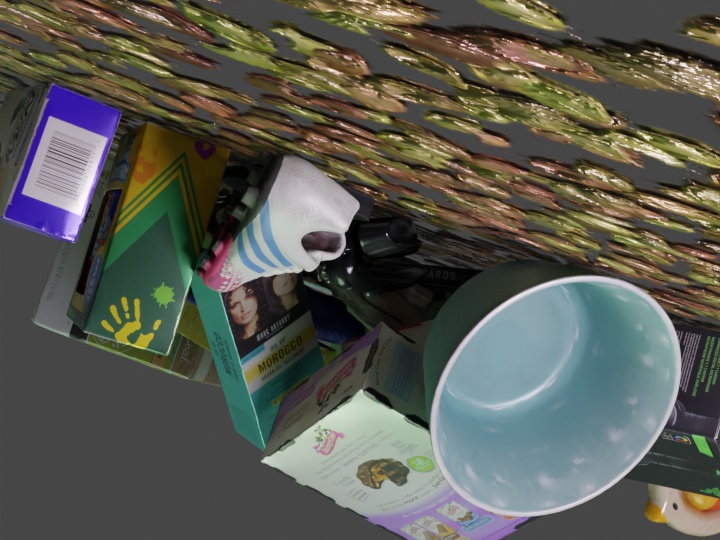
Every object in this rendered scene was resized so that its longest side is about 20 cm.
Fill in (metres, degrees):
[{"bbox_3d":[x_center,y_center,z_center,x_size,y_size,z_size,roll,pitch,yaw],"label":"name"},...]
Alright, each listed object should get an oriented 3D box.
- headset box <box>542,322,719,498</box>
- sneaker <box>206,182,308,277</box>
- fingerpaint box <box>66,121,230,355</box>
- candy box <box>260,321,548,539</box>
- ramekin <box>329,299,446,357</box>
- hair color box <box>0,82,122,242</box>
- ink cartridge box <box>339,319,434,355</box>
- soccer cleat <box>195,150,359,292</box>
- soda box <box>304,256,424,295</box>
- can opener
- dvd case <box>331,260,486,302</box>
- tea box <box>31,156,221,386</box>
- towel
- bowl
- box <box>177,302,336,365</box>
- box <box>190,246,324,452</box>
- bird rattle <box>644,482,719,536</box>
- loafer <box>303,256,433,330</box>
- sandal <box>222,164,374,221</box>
[{"bbox_3d":[0.238,0.112,1.294,0.199,0.093,0.174,10,159,25],"label":"headset box"},{"bbox_3d":[-0.110,-0.056,1.410,0.199,0.079,0.090,23,-165,11],"label":"sneaker"},{"bbox_3d":[-0.178,-0.027,1.254,0.073,0.167,0.200,17,178,-14],"label":"fingerpaint box"},{"bbox_3d":[0.046,0.148,1.275,0.200,0.072,0.168,32,141,-17],"label":"candy box"},{"bbox_3d":[0.061,0.103,1.534,0.199,0.098,0.200,5,162,2],"label":"ramekin"},{"bbox_3d":[-0.258,-0.087,1.240,0.065,0.110,0.200,21,176,-21],"label":"hair color box"},{"bbox_3d":[0.080,0.141,1.398,0.146,0.083,0.200,-14,133,13],"label":"ink cartridge box"},{"bbox_3d":[-0.062,-0.019,1.130,0.086,0.070,0.200,27,156,-8],"label":"soccer cleat"},{"bbox_3d":[-0.019,-0.005,1.596,0.200,0.064,0.068,21,176,-38],"label":"soda box"},{"bbox_3d":[0.018,-0.006,1.271,0.078,0.064,0.200,1,175,16],"label":"can opener"},{"bbox_3d":[0.048,0.035,1.528,0.150,0.025,0.200,5,162,5],"label":"dvd case"},{"bbox_3d":[-0.222,0.001,1.704,0.196,0.201,0.134,17,176,13],"label":"tea box"},{"bbox_3d":[-0.101,0.017,1.431,0.147,0.050,0.200,19,-179,40],"label":"towel"},{"bbox_3d":[0.127,0.073,1.156,0.200,0.201,0.105,21,-164,-28],"label":"bowl"},{"bbox_3d":[-0.106,0.067,1.500,0.075,0.050,0.200,19,-179,-34],"label":"box"},{"bbox_3d":[-0.083,0.057,1.318,0.049,0.082,0.200,31,146,40],"label":"box"},{"bbox_3d":[0.344,0.178,1.517,0.199,0.164,0.113,11,-174,-37],"label":"bird rattle"},{"bbox_3d":[0.000,0.000,1.364,0.072,0.063,0.200,25,167,41],"label":"loafer"},{"bbox_3d":[-0.060,-0.051,1.209,0.075,0.048,0.200,21,176,-26],"label":"sandal"}]
